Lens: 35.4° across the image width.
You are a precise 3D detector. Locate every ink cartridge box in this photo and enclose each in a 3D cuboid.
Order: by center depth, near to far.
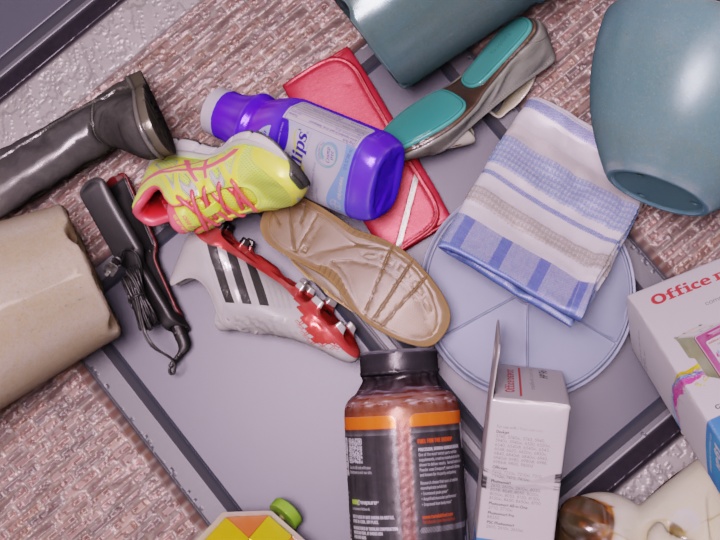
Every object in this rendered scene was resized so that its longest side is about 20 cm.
[{"bbox_3d":[0.332,0.084,0.952,0.144,0.085,0.200,-22,43,0],"label":"ink cartridge box"},{"bbox_3d":[0.138,0.153,0.970,0.067,0.116,0.201,6,100,5],"label":"ink cartridge box"}]

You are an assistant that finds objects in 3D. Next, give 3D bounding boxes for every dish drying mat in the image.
[{"bbox_3d":[0.007,-0.113,1.079,0.077,0.018,0.201,-31,83,1],"label":"dish drying mat"}]

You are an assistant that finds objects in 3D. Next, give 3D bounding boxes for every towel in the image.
[{"bbox_3d":[0.175,-0.060,1.020,0.147,0.024,0.200,31,62,6],"label":"towel"}]

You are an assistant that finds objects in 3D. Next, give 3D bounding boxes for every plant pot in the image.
[{"bbox_3d":[0.279,-0.126,0.968,0.199,0.200,0.135,23,84,6],"label":"plant pot"},{"bbox_3d":[-0.324,0.036,1.013,0.183,0.200,0.201,-24,83,-11],"label":"plant pot"},{"bbox_3d":[0.070,-0.281,1.016,0.196,0.200,0.201,-37,83,8],"label":"plant pot"}]

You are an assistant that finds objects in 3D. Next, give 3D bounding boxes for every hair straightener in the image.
[{"bbox_3d":[-0.216,0.006,1.056,0.041,0.077,0.201,-23,87,31],"label":"hair straightener"}]

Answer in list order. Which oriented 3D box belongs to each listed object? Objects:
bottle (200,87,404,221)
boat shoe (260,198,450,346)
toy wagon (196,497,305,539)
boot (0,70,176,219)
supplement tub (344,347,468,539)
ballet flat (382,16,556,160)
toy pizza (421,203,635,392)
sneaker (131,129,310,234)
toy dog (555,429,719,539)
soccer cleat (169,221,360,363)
[{"bbox_3d":[-0.057,-0.115,1.039,0.199,0.065,0.084,25,124,23],"label":"bottle"},{"bbox_3d":[0.000,0.000,1.042,0.200,0.069,0.074,37,88,12],"label":"boat shoe"},{"bbox_3d":[-0.069,0.304,0.997,0.200,0.040,0.155,40,62,8],"label":"toy wagon"},{"bbox_3d":[-0.273,-0.104,1.031,0.199,0.182,0.073,-25,111,-6],"label":"boot"},{"bbox_3d":[0.040,0.171,1.003,0.106,0.107,0.201,-3,84,3],"label":"supplement tub"},{"bbox_3d":[0.103,-0.153,1.056,0.200,0.067,0.064,-41,128,-1],"label":"ballet flat"},{"bbox_3d":[0.154,0.019,1.049,0.199,0.032,0.201,0,83,3],"label":"toy pizza"},{"bbox_3d":[-0.128,-0.067,1.010,0.199,0.078,0.090,1,49,43],"label":"sneaker"},{"bbox_3d":[0.264,0.228,0.969,0.199,0.140,0.195,-12,67,3],"label":"toy dog"},{"bbox_3d":[-0.089,0.035,1.050,0.200,0.069,0.085,37,96,10],"label":"soccer cleat"}]
